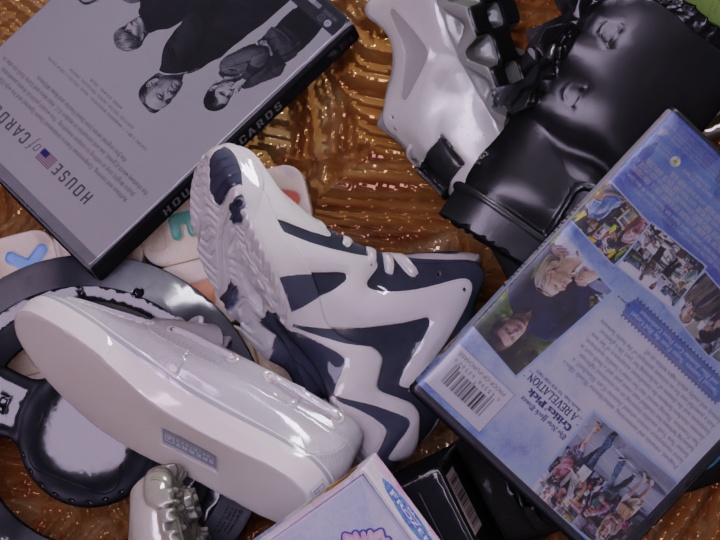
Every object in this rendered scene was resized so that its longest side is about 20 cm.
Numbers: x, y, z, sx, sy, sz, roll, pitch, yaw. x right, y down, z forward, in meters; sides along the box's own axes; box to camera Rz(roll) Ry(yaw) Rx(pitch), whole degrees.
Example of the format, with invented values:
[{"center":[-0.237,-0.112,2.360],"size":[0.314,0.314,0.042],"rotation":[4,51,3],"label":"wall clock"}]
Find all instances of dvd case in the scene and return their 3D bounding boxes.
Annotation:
[{"center":[0.143,0.036,1.453],"size":[0.143,0.018,0.200],"rotation":[43,91,-6],"label":"dvd case"},{"center":[-0.122,-0.110,1.578],"size":[0.200,0.025,0.150],"rotation":[-44,63,-7],"label":"dvd case"}]

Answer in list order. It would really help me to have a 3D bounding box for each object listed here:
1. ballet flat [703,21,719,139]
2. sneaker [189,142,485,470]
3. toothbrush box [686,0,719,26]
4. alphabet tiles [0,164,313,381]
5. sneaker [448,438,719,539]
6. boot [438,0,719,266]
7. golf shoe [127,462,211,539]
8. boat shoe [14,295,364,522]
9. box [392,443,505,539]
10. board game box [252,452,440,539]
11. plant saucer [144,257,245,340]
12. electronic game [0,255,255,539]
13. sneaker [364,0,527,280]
[{"center":[0.212,-0.069,1.534],"size":[0.067,0.067,0.200],"rotation":[-26,81,10],"label":"ballet flat"},{"center":[0.000,0.000,1.534],"size":[0.130,0.079,0.199],"rotation":[-34,96,-28],"label":"sneaker"},{"center":[0.207,-0.214,1.513],"size":[0.200,0.086,0.146],"rotation":[31,59,10],"label":"toothbrush box"},{"center":[-0.114,0.020,1.581],"size":[0.195,0.015,0.200],"rotation":[-13,87,7],"label":"alphabet tiles"},{"center":[0.121,0.099,1.519],"size":[0.200,0.082,0.073],"rotation":[-19,83,8],"label":"sneaker"},{"center":[0.153,-0.053,1.492],"size":[0.198,0.073,0.163],"rotation":[33,90,-14],"label":"boot"},{"center":[-0.127,0.194,1.507],"size":[0.097,0.078,0.200],"rotation":[3,116,4],"label":"golf shoe"},{"center":[-0.090,0.059,1.500],"size":[0.200,0.072,0.069],"rotation":[25,53,22],"label":"boat shoe"},{"center":[0.030,0.214,1.494],"size":[0.141,0.079,0.200],"rotation":[-26,92,11],"label":"box"},{"center":[-0.014,0.229,1.426],"size":[0.200,0.041,0.200],"rotation":[-35,92,13],"label":"board game box"},{"center":[-0.104,-0.046,1.605],"size":[0.070,0.019,0.200],"rotation":[-9,83,8],"label":"plant saucer"},{"center":[-0.149,0.091,1.556],"size":[0.200,0.042,0.200],"rotation":[0,87,4],"label":"electronic game"},{"center":[0.059,-0.072,1.562],"size":[0.088,0.074,0.200],"rotation":[-17,88,30],"label":"sneaker"}]
